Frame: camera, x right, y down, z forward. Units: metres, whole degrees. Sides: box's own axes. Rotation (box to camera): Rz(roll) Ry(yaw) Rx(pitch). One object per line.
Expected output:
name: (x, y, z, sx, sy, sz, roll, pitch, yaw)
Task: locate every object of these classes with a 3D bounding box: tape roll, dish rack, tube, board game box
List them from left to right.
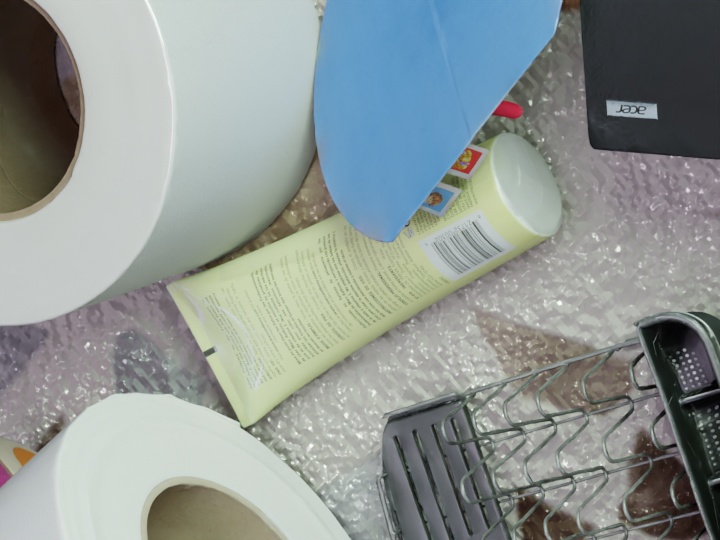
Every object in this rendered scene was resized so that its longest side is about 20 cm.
tape roll: (-0.134, -0.085, 1.362, 0.202, 0.139, 0.203, 6, 102, 27)
tape roll: (-0.078, 0.154, 1.347, 0.071, 0.202, 0.203, -43, 79, 28)
tube: (0.000, 0.000, 1.363, 0.200, 0.052, 0.058, -29, 50, 32)
board game box: (0.046, -0.108, 1.289, 0.200, 0.039, 0.158, -52, 37, 37)
dish rack: (0.096, 0.109, 1.328, 0.200, 0.055, 0.154, -19, 90, 30)

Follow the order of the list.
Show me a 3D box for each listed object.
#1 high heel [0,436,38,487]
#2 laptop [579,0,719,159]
high heel: (-0.139, 0.177, 1.461, 0.096, 0.067, 0.200, -42, 93, 18)
laptop: (0.185, -0.151, 1.193, 0.177, 0.200, 0.103, 7, 146, 35)
